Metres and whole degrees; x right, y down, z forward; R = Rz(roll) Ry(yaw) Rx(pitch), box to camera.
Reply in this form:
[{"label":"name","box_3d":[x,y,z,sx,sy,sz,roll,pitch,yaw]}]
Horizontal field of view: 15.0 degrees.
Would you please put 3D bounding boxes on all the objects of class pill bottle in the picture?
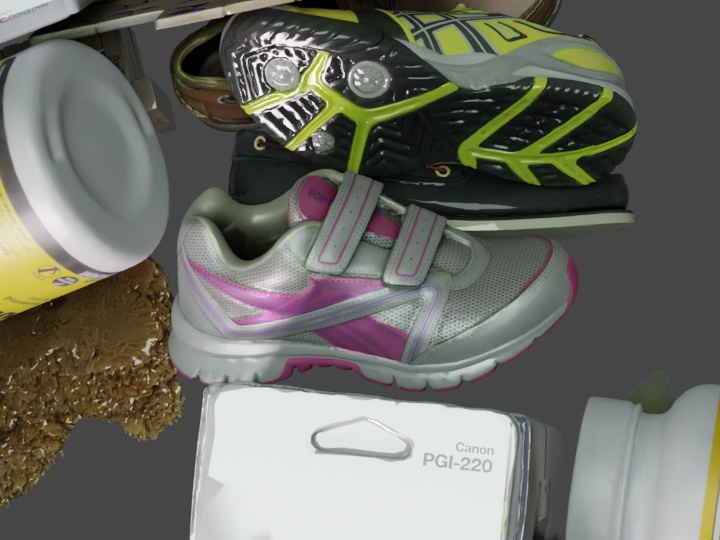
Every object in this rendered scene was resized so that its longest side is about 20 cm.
[{"label":"pill bottle","box_3d":[-0.198,-0.025,1.289,0.199,0.111,0.112,-20,80,27]},{"label":"pill bottle","box_3d":[0.199,0.114,1.272,0.199,0.112,0.113,8,84,10]}]

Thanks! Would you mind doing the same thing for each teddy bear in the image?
[{"label":"teddy bear","box_3d":[-0.178,0.045,1.366,0.199,0.067,0.146,-26,69,10]}]

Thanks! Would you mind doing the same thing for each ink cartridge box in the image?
[{"label":"ink cartridge box","box_3d":[0.013,0.101,1.255,0.145,0.200,0.085,5,84,9]}]

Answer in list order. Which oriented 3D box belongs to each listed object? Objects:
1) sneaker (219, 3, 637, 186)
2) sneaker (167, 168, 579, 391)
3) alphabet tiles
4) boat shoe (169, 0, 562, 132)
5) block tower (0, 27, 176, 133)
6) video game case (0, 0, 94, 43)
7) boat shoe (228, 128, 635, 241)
[{"label":"sneaker","box_3d":[0.030,-0.090,1.300,0.199,0.077,0.076,12,125,-11]},{"label":"sneaker","box_3d":[0.000,0.000,1.265,0.199,0.081,0.089,-4,122,11]},{"label":"alphabet tiles","box_3d":[-0.055,-0.136,1.314,0.199,0.167,0.008,-11,103,7]},{"label":"boat shoe","box_3d":[0.004,-0.115,1.349,0.199,0.068,0.072,-20,80,5]},{"label":"block tower","box_3d":[-0.197,-0.074,1.381,0.199,0.054,0.058,-15,82,6]},{"label":"video game case","box_3d":[-0.208,-0.111,1.316,0.181,0.200,0.024,-20,99,5]},{"label":"boat shoe","box_3d":[0.033,-0.041,1.333,0.200,0.074,0.063,1,83,8]}]
